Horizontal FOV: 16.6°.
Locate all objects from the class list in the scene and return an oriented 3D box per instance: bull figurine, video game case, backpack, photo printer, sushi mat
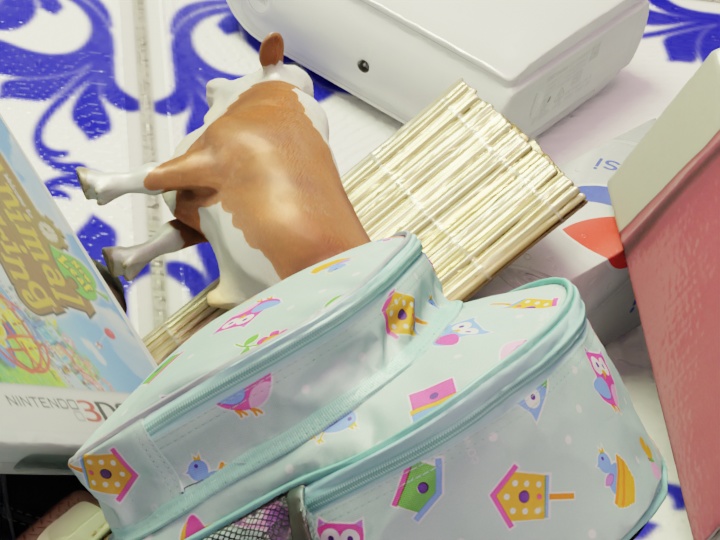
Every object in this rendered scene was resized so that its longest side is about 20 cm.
[{"bbox_3d":[-0.048,-0.016,1.068,0.121,0.065,0.201,-22,53,-12],"label":"bull figurine"},{"bbox_3d":[-0.156,-0.006,0.962,0.201,0.022,0.182,56,18,19],"label":"video game case"},{"bbox_3d":[0.005,0.073,0.890,0.199,0.154,0.176,-19,7,16],"label":"backpack"},{"bbox_3d":[0.036,-0.150,1.349,0.199,0.070,0.166,31,39,22],"label":"photo printer"},{"bbox_3d":[0.000,0.000,1.098,0.200,0.012,0.096,-39,53,-9],"label":"sushi mat"}]

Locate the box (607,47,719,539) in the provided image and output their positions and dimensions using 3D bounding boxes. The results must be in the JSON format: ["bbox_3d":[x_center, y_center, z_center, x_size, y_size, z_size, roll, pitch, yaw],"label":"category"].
[{"bbox_3d":[0.204,0.019,1.094,0.127,0.109,0.201,8,53,-25],"label":"box"}]

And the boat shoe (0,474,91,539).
[{"bbox_3d":[-0.157,0.070,0.998,0.199,0.063,0.075,24,35,10],"label":"boat shoe"}]

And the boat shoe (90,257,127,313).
[{"bbox_3d":[-0.197,0.004,1.072,0.199,0.074,0.065,19,30,-10],"label":"boat shoe"}]

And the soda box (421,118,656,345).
[{"bbox_3d":[0.099,-0.003,1.178,0.063,0.069,0.199,36,41,27],"label":"soda box"}]

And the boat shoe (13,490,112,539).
[{"bbox_3d":[-0.136,0.160,0.882,0.076,0.072,0.200,44,50,5],"label":"boat shoe"}]
